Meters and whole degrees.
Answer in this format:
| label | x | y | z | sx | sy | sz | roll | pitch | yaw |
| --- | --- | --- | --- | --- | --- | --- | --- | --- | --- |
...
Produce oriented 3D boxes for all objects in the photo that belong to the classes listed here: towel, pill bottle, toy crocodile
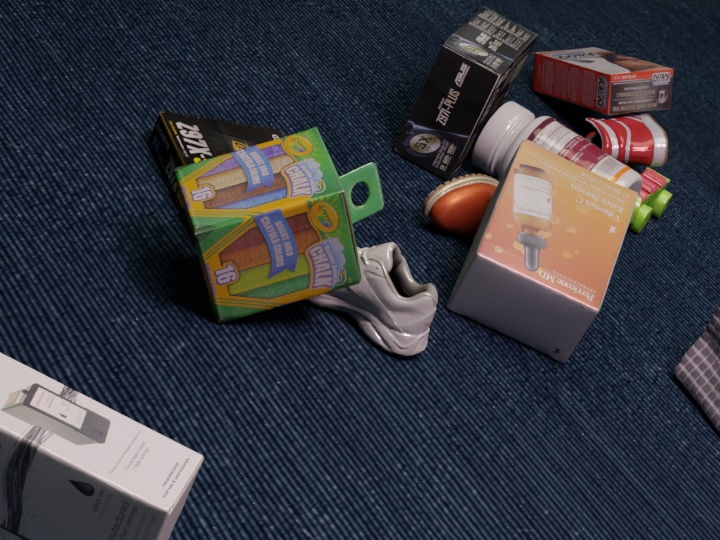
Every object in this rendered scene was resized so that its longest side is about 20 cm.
| label | x | y | z | sx | sy | sz | roll | pitch | yaw |
| --- | --- | --- | --- | --- | --- | --- | --- | --- | --- |
| towel | 0.450 | 0.114 | 1.906 | 0.085 | 0.166 | 0.200 | -1 | 38 | -28 |
| pill bottle | 0.249 | -0.125 | 2.187 | 0.200 | 0.114 | 0.114 | 35 | 31 | 19 |
| toy crocodile | 0.377 | -0.103 | 2.303 | 0.067 | 0.062 | 0.200 | 34 | 30 | 15 |

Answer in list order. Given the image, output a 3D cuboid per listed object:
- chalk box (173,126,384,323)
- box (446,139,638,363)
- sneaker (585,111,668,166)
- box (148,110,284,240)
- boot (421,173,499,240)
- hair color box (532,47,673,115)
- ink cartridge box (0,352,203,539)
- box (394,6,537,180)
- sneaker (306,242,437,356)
| label | x | y | z | sx | sy | sz | roll | pitch | yaw |
| --- | --- | --- | --- | --- | --- | --- | --- | --- | --- |
| chalk box | -0.071 | -0.052 | 1.727 | 0.199 | 0.125 | 0.124 | -16 | 39 | -4 |
| box | 0.208 | -0.023 | 1.937 | 0.152 | 0.106 | 0.200 | 25 | 49 | -1 |
| sneaker | 0.355 | -0.193 | 2.422 | 0.112 | 0.071 | 0.200 | -1 | 16 | -8 |
| box | -0.136 | -0.098 | 1.915 | 0.159 | 0.049 | 0.200 | 5 | 35 | -28 |
| boot | 0.171 | -0.053 | 2.058 | 0.199 | 0.075 | 0.107 | 8 | 39 | -31 |
| hair color box | 0.349 | -0.276 | 2.471 | 0.111 | 0.064 | 0.200 | -8 | 20 | -26 |
| ink cartridge box | -0.241 | 0.168 | 1.301 | 0.200 | 0.146 | 0.084 | 26 | 31 | 2 |
| box | 0.139 | -0.233 | 2.226 | 0.086 | 0.164 | 0.200 | 29 | 30 | 7 |
| sneaker | 0.000 | 0.000 | 1.806 | 0.200 | 0.100 | 0.078 | 30 | 29 | 8 |
